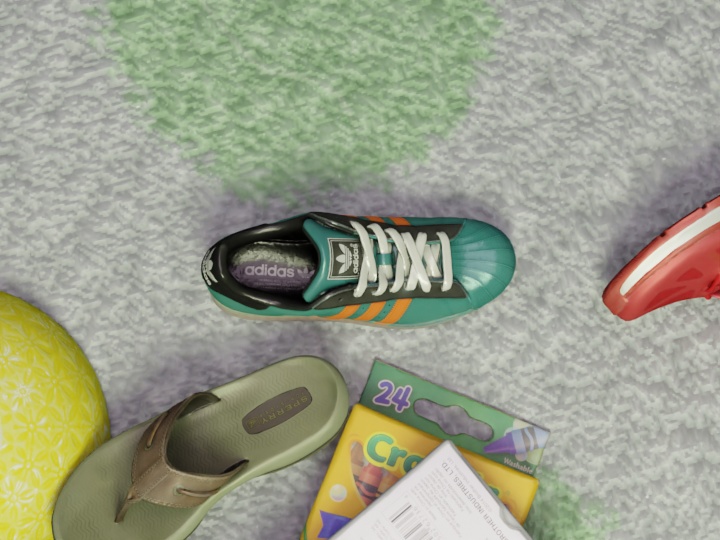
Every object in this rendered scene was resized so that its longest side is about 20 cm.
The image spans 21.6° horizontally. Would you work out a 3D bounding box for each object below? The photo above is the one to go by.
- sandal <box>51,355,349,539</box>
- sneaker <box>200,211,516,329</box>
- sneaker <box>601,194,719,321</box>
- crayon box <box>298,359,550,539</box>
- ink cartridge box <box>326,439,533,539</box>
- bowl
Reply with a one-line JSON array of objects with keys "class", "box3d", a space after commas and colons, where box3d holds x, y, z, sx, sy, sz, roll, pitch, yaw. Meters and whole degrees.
[{"class": "sandal", "box3d": [-0.100, 0.107, 1.133, 0.200, 0.057, 0.080, -33, 69, -9]}, {"class": "sneaker", "box3d": [0.000, 0.000, 1.171, 0.198, 0.080, 0.072, -5, 83, 0]}, {"class": "sneaker", "box3d": [0.257, 0.002, 1.172, 0.199, 0.078, 0.116, -32, 83, -2]}, {"class": "crayon box", "box3d": [0.028, 0.169, 1.168, 0.125, 0.052, 0.202, 22, 84, 3]}, {"class": "ink cartridge box", "box3d": [0.014, 0.209, 1.118, 0.200, 0.042, 0.120, -40, 85, -6]}, {"class": "bowl", "box3d": [-0.257, 0.102, 1.150, 0.198, 0.108, 0.202, 0, 83, 0]}]
